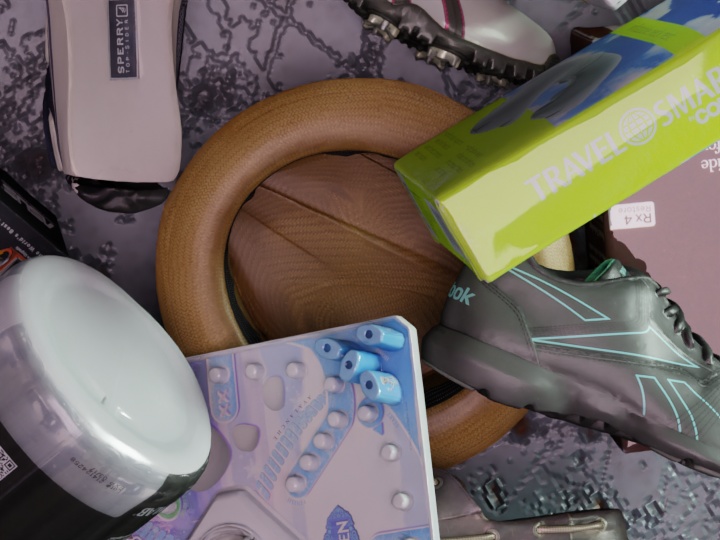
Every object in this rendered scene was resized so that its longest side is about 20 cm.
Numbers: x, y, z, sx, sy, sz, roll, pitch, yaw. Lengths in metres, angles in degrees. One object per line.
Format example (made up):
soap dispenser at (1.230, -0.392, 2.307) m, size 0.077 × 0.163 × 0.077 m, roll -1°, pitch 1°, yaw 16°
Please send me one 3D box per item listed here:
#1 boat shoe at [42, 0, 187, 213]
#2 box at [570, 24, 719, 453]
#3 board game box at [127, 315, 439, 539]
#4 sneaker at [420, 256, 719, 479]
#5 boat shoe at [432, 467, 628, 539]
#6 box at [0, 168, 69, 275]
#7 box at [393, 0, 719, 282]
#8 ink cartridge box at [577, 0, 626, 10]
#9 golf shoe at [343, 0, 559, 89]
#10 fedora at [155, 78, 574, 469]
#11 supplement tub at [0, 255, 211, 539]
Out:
boat shoe at (-0.118, -0.129, 1.126) m, size 0.075 × 0.093 × 0.200 m, roll 3°, pitch 95°, yaw -18°
box at (0.159, -0.020, 1.171) m, size 0.100 × 0.075 × 0.200 m, roll -7°, pitch 101°, yaw -3°
board game box at (-0.058, 0.133, 1.083) m, size 0.200 × 0.026 × 0.200 m, roll -12°, pitch 78°, yaw 29°
sneaker at (0.130, 0.043, 1.106) m, size 0.200 × 0.075 × 0.079 m, roll 21°, pitch 89°, yaw -11°
boat shoe at (0.032, 0.130, 1.142) m, size 0.200 × 0.074 × 0.073 m, roll 7°, pitch 81°, yaw -14°
box at (-0.253, -0.020, 1.079) m, size 0.161 × 0.049 × 0.200 m, roll -39°, pitch 126°, yaw 9°
box at (0.117, -0.071, 1.057) m, size 0.200 × 0.122 × 0.048 m, roll -31°, pitch 102°, yaw -2°
ink cartridge box at (0.102, -0.215, 1.072) m, size 0.145 × 0.200 × 0.145 m, roll -42°, pitch 99°, yaw 4°
golf shoe at (0.015, -0.153, 1.142) m, size 0.200 × 0.077 × 0.088 m, roll 30°, pitch 89°, yaw -7°
fedora at (0.000, 0.000, 1.160) m, size 0.201 × 0.082 × 0.201 m, roll -2°, pitch 102°, yaw -8°
supplement tub at (-0.173, 0.095, 1.070) m, size 0.200 × 0.123 × 0.123 m, roll -38°, pitch 99°, yaw 20°
